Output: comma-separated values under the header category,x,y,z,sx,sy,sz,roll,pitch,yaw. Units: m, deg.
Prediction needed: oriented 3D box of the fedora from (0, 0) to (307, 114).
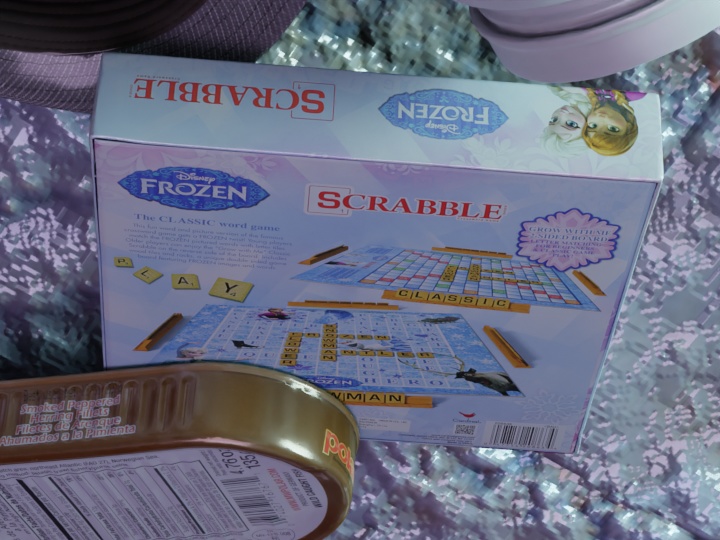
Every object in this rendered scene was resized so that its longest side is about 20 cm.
category,x,y,z,sx,sy,sz,roll,pitch,yaw
fedora,-0.112,-0.148,0.757,0.199,0.091,0.177,16,136,-23

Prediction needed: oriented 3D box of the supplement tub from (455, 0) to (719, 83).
category,x,y,z,sx,sy,sz,roll,pitch,yaw
supplement tub,0.054,-0.176,0.717,0.144,0.145,0.200,-24,119,15

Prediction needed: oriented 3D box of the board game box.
category,x,y,z,sx,sy,sz,roll,pitch,yaw
board game box,0.000,0.000,0.841,0.199,0.041,0.200,4,147,-3

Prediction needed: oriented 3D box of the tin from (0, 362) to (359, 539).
category,x,y,z,sx,sy,sz,roll,pitch,yaw
tin,-0.099,0.083,0.907,0.199,0.042,0.112,-6,142,15
